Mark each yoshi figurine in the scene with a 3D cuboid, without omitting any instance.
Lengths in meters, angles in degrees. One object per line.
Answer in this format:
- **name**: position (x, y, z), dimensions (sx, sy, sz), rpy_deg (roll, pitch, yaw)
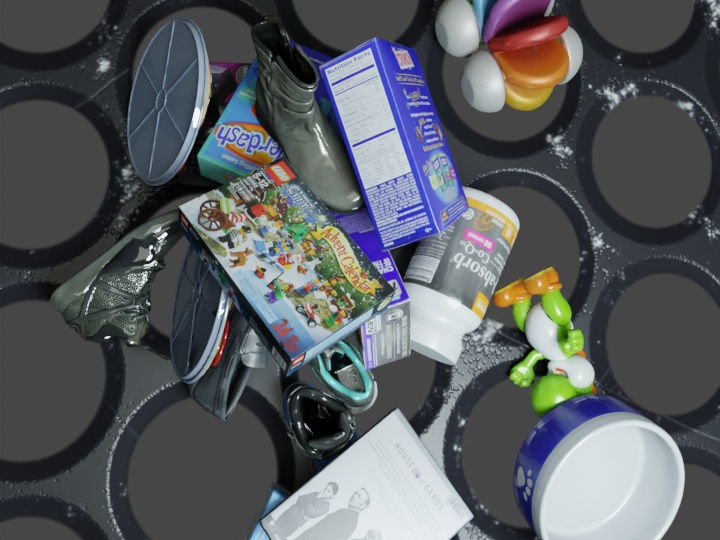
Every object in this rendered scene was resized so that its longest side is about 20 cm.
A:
- **yoshi figurine**: position (0.240, 0.109, 0.917), dimensions (0.110, 0.112, 0.204), rpy_deg (-24, 88, 6)

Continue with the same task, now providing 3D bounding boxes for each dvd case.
- **dvd case**: position (0.009, 0.275, 0.787), dimensions (0.198, 0.025, 0.152), rpy_deg (-35, 83, -20)

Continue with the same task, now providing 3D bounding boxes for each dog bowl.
- **dog bowl**: position (0.290, 0.260, 0.873), dimensions (0.195, 0.079, 0.205), rpy_deg (-4, 106, -15)

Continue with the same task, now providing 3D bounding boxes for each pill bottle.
- **pill bottle**: position (0.116, 0.007, 0.903), dimensions (0.114, 0.116, 0.204), rpy_deg (24, 80, -3)

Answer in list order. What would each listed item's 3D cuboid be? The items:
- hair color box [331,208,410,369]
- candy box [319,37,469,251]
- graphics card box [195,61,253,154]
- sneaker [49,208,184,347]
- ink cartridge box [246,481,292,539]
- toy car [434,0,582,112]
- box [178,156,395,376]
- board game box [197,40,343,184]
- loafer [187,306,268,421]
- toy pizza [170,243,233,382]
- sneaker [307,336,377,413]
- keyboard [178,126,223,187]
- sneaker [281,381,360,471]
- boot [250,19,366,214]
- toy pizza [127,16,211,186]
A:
- **hair color box**: position (0.000, 0.000, 0.849), dimensions (0.063, 0.111, 0.202), rpy_deg (-16, 52, -10)
- **candy box**: position (0.043, -0.141, 0.787), dimensions (0.075, 0.169, 0.205), rpy_deg (-16, 96, 22)
- **graphics card box**: position (-0.145, -0.204, 0.933), dimensions (0.194, 0.051, 0.129), rpy_deg (0, 82, -6)
- **sneaker**: position (-0.269, 0.017, 0.876), dimensions (0.199, 0.076, 0.115), rpy_deg (-40, 90, -8)
- **ink cartridge box**: position (-0.034, 0.331, 0.838), dimensions (0.197, 0.116, 0.069), rpy_deg (29, 77, -2)
- **toy car**: position (0.206, -0.322, 0.943), dimensions (0.172, 0.150, 0.204), rpy_deg (-24, 86, -9)
- **box**: position (-0.077, -0.012, 0.729), dimensions (0.135, 0.038, 0.201), rpy_deg (-31, 70, -29)
- **board game box**: position (-0.085, -0.177, 0.862), dimensions (0.149, 0.045, 0.203), rpy_deg (22, 67, 4)
- **loafer**: position (-0.134, 0.089, 0.859), dimensions (0.070, 0.068, 0.203), rpy_deg (37, 103, 19)
- **toy pizza**: position (-0.176, 0.029, 0.827), dimensions (0.031, 0.199, 0.206), rpy_deg (13, 80, -28)
- **sneaker**: position (-0.045, 0.090, 0.884), dimensions (0.078, 0.091, 0.200), rpy_deg (-43, 89, -11)
- **keyboard**: position (-0.132, -0.112, 0.908), dimensions (0.195, 0.021, 0.130), rpy_deg (4, 115, -9)
- **sneaker**: position (-0.024, 0.221, 0.858), dimensions (0.076, 0.111, 0.202), rpy_deg (-35, 88, -10)
- **boot**: position (-0.057, -0.161, 0.761), dimensions (0.067, 0.131, 0.201), rpy_deg (-35, 74, -18)
- **toy pizza**: position (-0.230, -0.203, 0.869), dimensions (0.031, 0.198, 0.206), rpy_deg (8, 79, -41)
